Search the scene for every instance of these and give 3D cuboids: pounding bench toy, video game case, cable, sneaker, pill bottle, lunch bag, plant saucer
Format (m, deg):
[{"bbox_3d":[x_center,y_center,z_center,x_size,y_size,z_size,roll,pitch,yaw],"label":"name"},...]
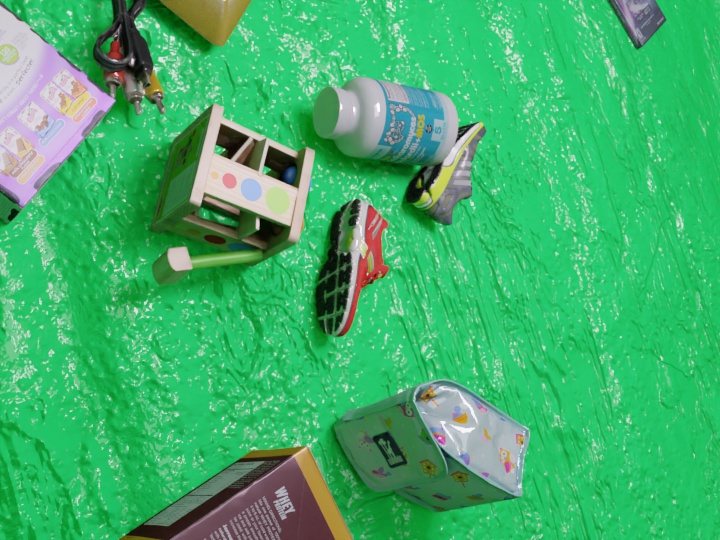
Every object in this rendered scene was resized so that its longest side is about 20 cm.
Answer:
[{"bbox_3d":[-0.151,-0.059,0.929,0.155,0.124,0.201,21,66,-30],"label":"pounding bench toy"},{"bbox_3d":[0.567,-0.584,1.656,0.143,0.019,0.200,-44,105,-35],"label":"video game case"},{"bbox_3d":[-0.286,-0.276,0.926,0.097,0.050,0.201,12,49,-49],"label":"cable"},{"bbox_3d":[0.143,-0.152,1.208,0.081,0.074,0.200,49,60,-26],"label":"sneaker"},{"bbox_3d":[0.034,-0.211,1.112,0.199,0.111,0.112,1,77,-35],"label":"pill bottle"},{"bbox_3d":[0.086,0.220,0.992,0.199,0.170,0.123,32,53,-24],"label":"lunch bag"},{"bbox_3d":[-0.214,-0.424,1.018,0.200,0.048,0.201,36,52,-22],"label":"plant saucer"},{"bbox_3d":[0.000,0.000,1.054,0.085,0.077,0.201,29,63,-32],"label":"sneaker"}]

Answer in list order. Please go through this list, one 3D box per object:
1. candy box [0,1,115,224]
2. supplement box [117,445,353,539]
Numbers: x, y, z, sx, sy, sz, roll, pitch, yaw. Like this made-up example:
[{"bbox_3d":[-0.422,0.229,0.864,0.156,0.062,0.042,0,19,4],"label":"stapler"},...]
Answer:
[{"bbox_3d":[-0.394,-0.181,0.822,0.200,0.071,0.168,42,57,-20],"label":"candy box"},{"bbox_3d":[-0.119,0.326,0.839,0.199,0.133,0.198,-29,94,-37],"label":"supplement box"}]
